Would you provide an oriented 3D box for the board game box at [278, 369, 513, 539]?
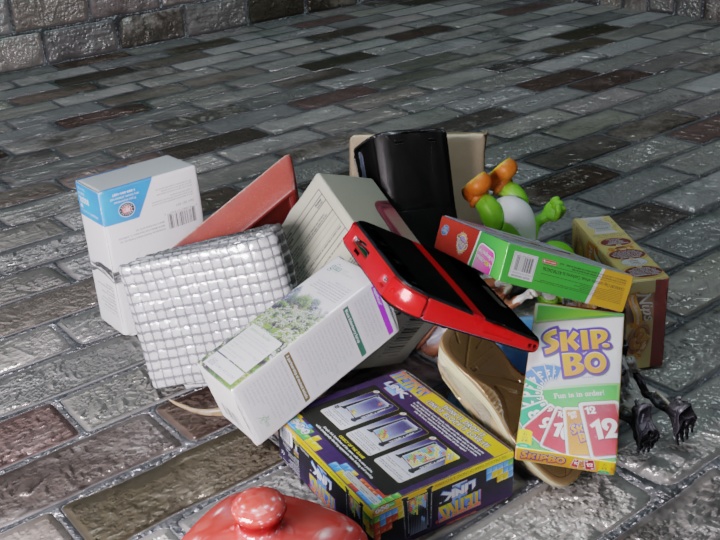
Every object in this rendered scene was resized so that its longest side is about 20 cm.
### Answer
[{"bbox_3d":[0.030,0.184,0.998,0.163,0.058,0.199,-14,26,-27],"label":"board game box"}]

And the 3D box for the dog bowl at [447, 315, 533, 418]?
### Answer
[{"bbox_3d":[0.180,0.111,1.145,0.110,0.050,0.199,16,31,37],"label":"dog bowl"}]

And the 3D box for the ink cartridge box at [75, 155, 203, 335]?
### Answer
[{"bbox_3d":[-0.288,-0.036,1.343,0.144,0.204,0.083,-21,28,-34],"label":"ink cartridge box"}]

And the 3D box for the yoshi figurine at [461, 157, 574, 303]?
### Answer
[{"bbox_3d":[0.224,-0.050,1.309,0.111,0.202,0.112,-32,-5,14],"label":"yoshi figurine"}]

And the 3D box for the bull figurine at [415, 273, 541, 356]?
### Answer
[{"bbox_3d":[0.150,0.045,1.250,0.199,0.066,0.121,-37,3,-38],"label":"bull figurine"}]

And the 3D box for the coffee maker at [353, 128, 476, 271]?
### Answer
[{"bbox_3d":[0.075,-0.079,1.288,0.133,0.204,0.190,-4,-7,-45],"label":"coffee maker"}]

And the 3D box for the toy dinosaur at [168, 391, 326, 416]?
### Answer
[{"bbox_3d":[-0.105,0.149,1.113,0.197,0.062,0.106,-10,-4,-23],"label":"toy dinosaur"}]

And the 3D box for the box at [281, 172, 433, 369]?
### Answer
[{"bbox_3d":[0.000,0.000,1.192,0.108,0.128,0.201,-1,48,-48],"label":"box"}]

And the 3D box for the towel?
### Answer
[{"bbox_3d":[-0.164,0.044,1.161,0.196,0.168,0.086,-11,16,11],"label":"towel"}]

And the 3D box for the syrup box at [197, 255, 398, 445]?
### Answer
[{"bbox_3d":[-0.062,0.079,1.038,0.199,0.082,0.078,-37,35,-22],"label":"syrup box"}]

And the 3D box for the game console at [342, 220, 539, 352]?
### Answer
[{"bbox_3d":[0.079,0.016,1.043,0.175,0.031,0.200,22,16,-25],"label":"game console"}]

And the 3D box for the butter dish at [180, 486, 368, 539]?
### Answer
[{"bbox_3d":[-0.075,0.239,0.781,0.197,0.150,0.199,9,28,24],"label":"butter dish"}]

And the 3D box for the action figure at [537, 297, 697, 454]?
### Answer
[{"bbox_3d":[0.260,0.114,1.071,0.117,0.103,0.200,-17,43,-23],"label":"action figure"}]

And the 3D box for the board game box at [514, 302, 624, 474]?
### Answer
[{"bbox_3d":[0.213,0.106,0.995,0.094,0.030,0.202,7,45,11],"label":"board game box"}]

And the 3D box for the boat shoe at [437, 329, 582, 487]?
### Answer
[{"bbox_3d":[0.150,0.145,1.024,0.072,0.065,0.200,-28,62,-27],"label":"boat shoe"}]

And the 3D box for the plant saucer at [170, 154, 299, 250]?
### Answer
[{"bbox_3d":[-0.147,-0.033,1.302,0.199,0.200,0.037,-42,71,-15],"label":"plant saucer"}]

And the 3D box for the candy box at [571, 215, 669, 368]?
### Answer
[{"bbox_3d":[0.318,0.022,1.238,0.054,0.117,0.201,-6,24,-4],"label":"candy box"}]

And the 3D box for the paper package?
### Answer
[{"bbox_3d":[0.083,-0.097,1.429,0.196,0.195,0.103,0,-5,4],"label":"paper package"}]

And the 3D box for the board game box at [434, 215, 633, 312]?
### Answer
[{"bbox_3d":[0.185,-0.011,1.103,0.150,0.041,0.200,14,7,-17],"label":"board game box"}]
